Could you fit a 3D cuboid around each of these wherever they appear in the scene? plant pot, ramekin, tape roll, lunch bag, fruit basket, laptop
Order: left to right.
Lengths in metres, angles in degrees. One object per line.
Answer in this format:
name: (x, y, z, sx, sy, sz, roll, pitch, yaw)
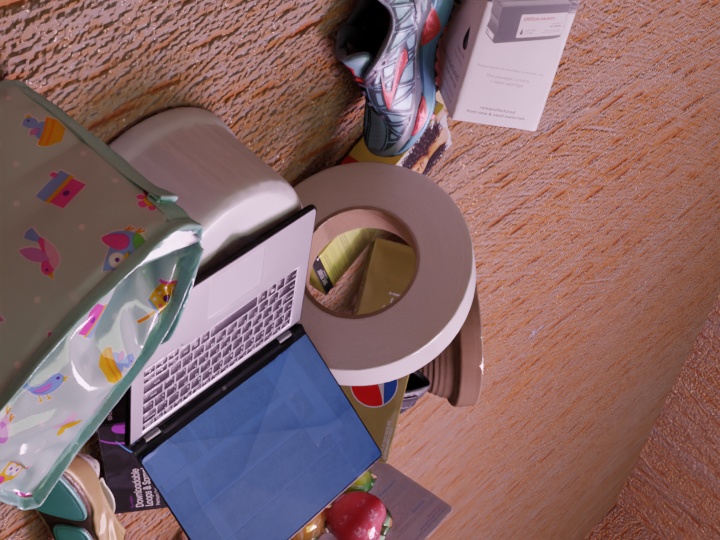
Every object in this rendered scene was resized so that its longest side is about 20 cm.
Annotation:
lunch bag: (-0.202, 0.007, 0.721, 0.201, 0.170, 0.122, -52, 156, 0)
ramekin: (-0.132, -0.011, 0.928, 0.200, 0.097, 0.201, -44, 154, -27)
laptop: (-0.068, 0.093, 0.917, 0.187, 0.115, 0.201, -36, 150, -39)
fruit basket: (-0.030, 0.268, 1.364, 0.185, 0.199, 0.094, -38, 151, -36)
tape roll: (0.000, 0.000, 1.071, 0.203, 0.202, 0.037, -49, 156, -15)
plant pot: (0.070, 0.052, 1.355, 0.091, 0.202, 0.202, -6, 142, -6)

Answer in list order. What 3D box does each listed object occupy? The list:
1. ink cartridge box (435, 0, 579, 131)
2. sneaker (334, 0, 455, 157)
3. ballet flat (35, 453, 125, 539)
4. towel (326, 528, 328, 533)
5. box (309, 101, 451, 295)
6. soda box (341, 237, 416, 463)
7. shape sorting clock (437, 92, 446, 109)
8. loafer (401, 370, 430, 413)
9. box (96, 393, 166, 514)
ink cartridge box: (0.123, -0.244, 1.040, 0.083, 0.145, 0.202, 5, 125, -15)
sneaker: (0.013, -0.182, 1.044, 0.095, 0.079, 0.202, -17, 135, -30)
ballet flat: (-0.240, 0.189, 1.037, 0.201, 0.068, 0.063, 86, 17, -50)
towel: (-0.097, 0.382, 1.464, 0.194, 0.034, 0.200, -68, -172, -26)
box: (0.006, -0.077, 1.170, 0.200, 0.050, 0.075, -50, 157, -11)
soda box: (0.017, 0.075, 1.172, 0.068, 0.063, 0.202, 147, -43, -84)
shape sorting clock: (0.134, -0.245, 1.209, 0.199, 0.039, 0.201, -38, 150, -27)
loafer: (-0.012, 0.096, 1.260, 0.199, 0.069, 0.070, 25, 138, -38)
box: (-0.128, 0.152, 1.088, 0.197, 0.036, 0.144, -7, 140, -11)
